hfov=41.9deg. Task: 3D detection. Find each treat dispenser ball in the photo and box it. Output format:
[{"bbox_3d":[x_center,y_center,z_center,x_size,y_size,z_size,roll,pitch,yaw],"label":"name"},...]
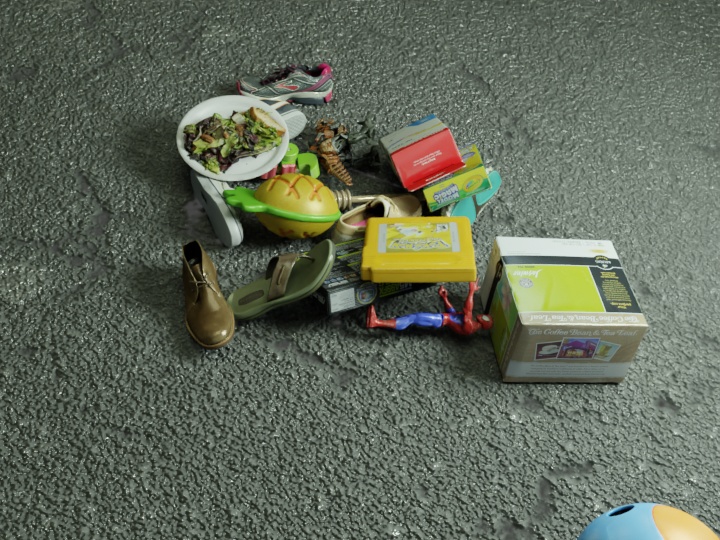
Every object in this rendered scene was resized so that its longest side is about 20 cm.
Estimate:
[{"bbox_3d":[0.338,0.374,1.093,0.199,0.202,0.202,5,42,-5],"label":"treat dispenser ball"}]

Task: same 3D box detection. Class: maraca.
[{"bbox_3d":[-0.130,-0.110,1.570,0.198,0.108,0.137,6,16,-17],"label":"maraca"}]

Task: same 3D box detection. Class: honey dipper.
[{"bbox_3d":[0.029,-0.132,1.702,0.198,0.038,0.038,-6,44,-19],"label":"honey dipper"}]

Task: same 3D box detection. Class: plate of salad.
[{"bbox_3d":[-0.225,-0.242,1.660,0.198,0.048,0.202,3,57,-4],"label":"plate of salad"}]

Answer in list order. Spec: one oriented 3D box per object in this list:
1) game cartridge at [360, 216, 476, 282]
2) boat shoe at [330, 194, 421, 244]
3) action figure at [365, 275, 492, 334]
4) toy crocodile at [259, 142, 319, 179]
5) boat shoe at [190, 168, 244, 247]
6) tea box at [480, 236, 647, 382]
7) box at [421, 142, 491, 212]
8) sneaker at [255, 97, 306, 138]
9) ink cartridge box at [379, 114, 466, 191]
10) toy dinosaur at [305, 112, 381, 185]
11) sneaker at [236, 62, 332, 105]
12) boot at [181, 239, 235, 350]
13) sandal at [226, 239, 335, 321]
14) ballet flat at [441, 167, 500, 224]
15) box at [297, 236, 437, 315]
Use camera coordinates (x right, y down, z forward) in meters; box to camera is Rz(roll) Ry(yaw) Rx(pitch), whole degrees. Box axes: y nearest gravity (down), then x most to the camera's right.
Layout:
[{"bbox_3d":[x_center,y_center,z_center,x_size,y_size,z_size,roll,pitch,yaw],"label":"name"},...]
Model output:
[{"bbox_3d":[0.091,-0.035,1.488,0.174,0.033,0.200,-1,24,3],"label":"game cartridge"},{"bbox_3d":[0.035,-0.092,1.635,0.199,0.070,0.074,-30,55,-35],"label":"boat shoe"},{"bbox_3d":[0.113,0.052,1.476,0.198,0.100,0.065,7,-3,-6],"label":"action figure"},{"bbox_3d":[-0.173,-0.191,1.703,0.198,0.068,0.062,3,43,-8],"label":"toy crocodile"},{"bbox_3d":[-0.230,-0.116,1.615,0.069,0.071,0.200,-15,41,-21],"label":"boat shoe"},{"bbox_3d":[0.311,0.061,1.476,0.198,0.134,0.198,2,42,-8],"label":"tea box"},{"bbox_3d":[0.166,-0.164,1.674,0.116,0.049,0.200,-22,21,9],"label":"box"},{"bbox_3d":[-0.200,-0.271,1.780,0.079,0.079,0.199,40,43,25],"label":"sneaker"},{"bbox_3d":[0.110,-0.213,1.699,0.115,0.068,0.200,-25,20,1],"label":"ink cartridge box"},{"bbox_3d":[-0.034,-0.222,1.769,0.134,0.102,0.202,-12,63,-1],"label":"toy dinosaur"},{"bbox_3d":[-0.154,-0.384,1.911,0.198,0.075,0.081,-7,45,-17],"label":"sneaker"},{"bbox_3d":[-0.242,0.035,1.432,0.073,0.076,0.201,-18,47,-7],"label":"boot"},{"bbox_3d":[-0.125,0.013,1.433,0.200,0.057,0.080,-28,39,9],"label":"sandal"},{"bbox_3d":[0.189,-0.123,1.714,0.071,0.072,0.200,29,44,20],"label":"ballet flat"},{"bbox_3d":[0.000,0.000,1.510,0.198,0.045,0.160,-15,26,-25],"label":"box"}]
